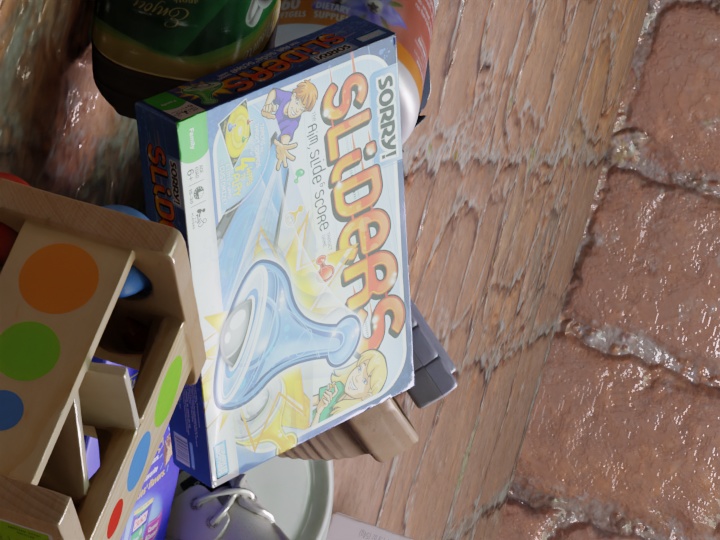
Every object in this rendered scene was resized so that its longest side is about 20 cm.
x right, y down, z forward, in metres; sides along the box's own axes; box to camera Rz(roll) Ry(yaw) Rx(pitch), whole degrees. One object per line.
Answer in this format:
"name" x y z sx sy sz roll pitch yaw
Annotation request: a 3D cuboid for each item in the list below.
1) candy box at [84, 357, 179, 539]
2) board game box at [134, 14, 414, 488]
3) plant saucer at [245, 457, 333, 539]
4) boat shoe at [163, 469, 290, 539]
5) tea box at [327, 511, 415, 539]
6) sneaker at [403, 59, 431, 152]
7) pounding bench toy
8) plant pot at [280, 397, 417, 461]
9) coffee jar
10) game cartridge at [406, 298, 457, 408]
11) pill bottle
"candy box" -0.144 0.087 1.389 0.169 0.077 0.200 -38 144 -69
"board game box" -0.038 -0.009 1.348 0.135 0.034 0.200 -26 126 -33
"plant saucer" -0.067 0.130 1.672 0.200 0.050 0.201 1 89 -53
"boat shoe" -0.084 0.138 1.503 0.071 0.200 0.070 -13 118 -38
"tea box" 0.037 0.340 2.331 0.134 0.200 0.197 86 23 -63
"sneaker" 0.003 -0.106 1.825 0.079 0.078 0.200 80 27 -55
"pounding bench toy" -0.147 0.064 1.213 0.200 0.124 0.156 86 23 -62
"plant pot" -0.059 0.035 1.536 0.093 0.201 0.201 -34 166 1
"coffee jar" -0.078 -0.169 1.310 0.104 0.085 0.200 -67 168 -52
"game cartridge" 0.000 0.000 1.564 0.130 0.038 0.200 61 -1 -11
"pill bottle" -0.011 -0.165 1.549 0.112 0.112 0.200 91 7 -54
